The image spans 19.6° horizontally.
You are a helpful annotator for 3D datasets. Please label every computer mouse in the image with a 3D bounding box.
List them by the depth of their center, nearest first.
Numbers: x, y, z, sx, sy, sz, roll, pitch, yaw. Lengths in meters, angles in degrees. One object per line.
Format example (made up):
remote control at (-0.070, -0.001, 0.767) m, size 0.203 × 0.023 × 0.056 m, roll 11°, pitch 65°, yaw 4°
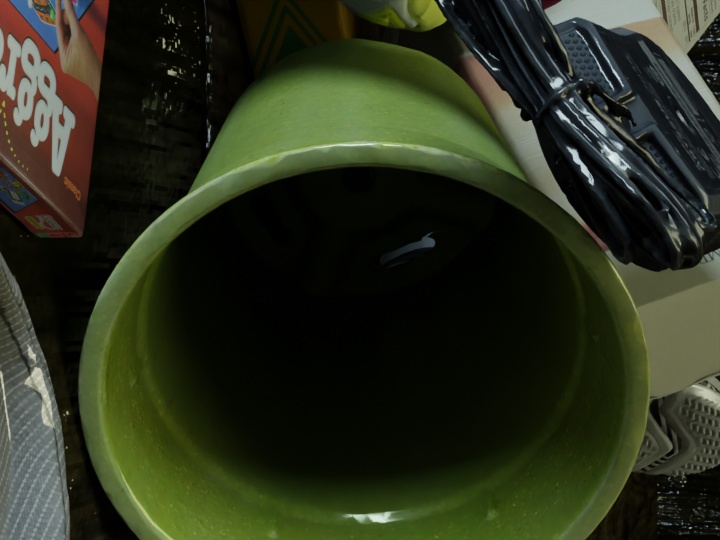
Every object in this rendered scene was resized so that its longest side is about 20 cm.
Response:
computer mouse at (0.082, -0.045, 0.713) m, size 0.139 × 0.053 × 0.200 m, roll 58°, pitch 18°, yaw 15°

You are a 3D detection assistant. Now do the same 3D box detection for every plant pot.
plant pot at (0.000, 0.000, 0.806) m, size 0.190 × 0.199 × 0.200 m, roll -92°, pitch 174°, yaw -60°

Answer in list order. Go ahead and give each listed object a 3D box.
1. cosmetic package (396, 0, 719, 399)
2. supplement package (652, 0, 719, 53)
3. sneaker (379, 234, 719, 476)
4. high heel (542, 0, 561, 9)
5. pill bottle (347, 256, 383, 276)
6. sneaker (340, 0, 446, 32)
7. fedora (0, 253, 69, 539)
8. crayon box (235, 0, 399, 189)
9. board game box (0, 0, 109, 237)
cosmetic package at (0.101, -0.047, 0.920) m, size 0.087 × 0.103 × 0.200 m, roll 101°, pitch -34°, yaw -55°
supplement package at (0.103, -0.215, 1.011) m, size 0.111 × 0.156 × 0.200 m, roll -49°, pitch 150°, yaw -18°
sneaker at (0.097, 0.016, 0.989) m, size 0.075 × 0.200 × 0.115 m, roll -54°, pitch -161°, yaw 43°
high heel at (-0.010, -0.156, 0.738) m, size 0.067 × 0.200 × 0.096 m, roll -52°, pitch -158°, yaw -5°
pill bottle at (0.042, 0.042, 1.072) m, size 0.200 × 0.114 × 0.114 m, roll -75°, pitch 159°, yaw -48°
sneaker at (0.042, -0.195, 0.892) m, size 0.105 × 0.076 × 0.201 m, roll 14°, pitch 85°, yaw -42°
fedora at (-0.120, 0.057, 0.442) m, size 0.200 × 0.090 × 0.177 m, roll -71°, pitch 156°, yaw -54°
crayon box at (-0.017, -0.140, 0.967) m, size 0.126 × 0.051 × 0.200 m, roll -75°, pitch 160°, yaw -48°
board game box at (-0.118, -0.091, 0.612) m, size 0.200 × 0.019 × 0.103 m, roll 55°, pitch 38°, yaw -67°
